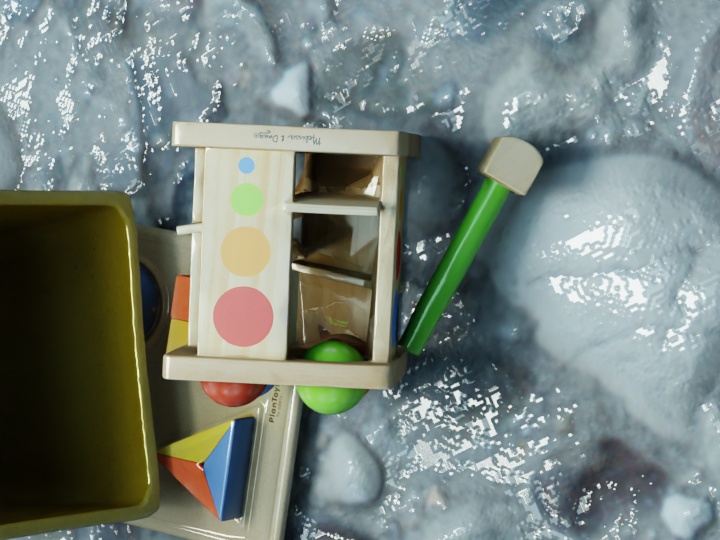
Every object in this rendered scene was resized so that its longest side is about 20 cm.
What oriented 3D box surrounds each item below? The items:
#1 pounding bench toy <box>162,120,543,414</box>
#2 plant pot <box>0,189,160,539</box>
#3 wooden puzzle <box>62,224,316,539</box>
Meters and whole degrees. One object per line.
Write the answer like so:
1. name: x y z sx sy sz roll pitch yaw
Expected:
1. pounding bench toy: 0.000 0.000 1.217 0.199 0.124 0.157 2 93 6
2. plant pot: -0.262 0.061 1.289 0.199 0.194 0.196 -7 87 38
3. wooden puzzle: -0.124 0.069 1.337 0.199 0.046 0.186 11 96 30
